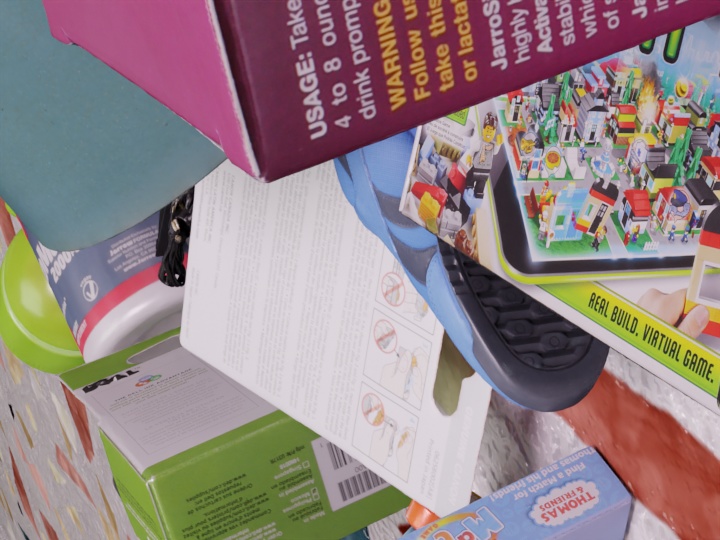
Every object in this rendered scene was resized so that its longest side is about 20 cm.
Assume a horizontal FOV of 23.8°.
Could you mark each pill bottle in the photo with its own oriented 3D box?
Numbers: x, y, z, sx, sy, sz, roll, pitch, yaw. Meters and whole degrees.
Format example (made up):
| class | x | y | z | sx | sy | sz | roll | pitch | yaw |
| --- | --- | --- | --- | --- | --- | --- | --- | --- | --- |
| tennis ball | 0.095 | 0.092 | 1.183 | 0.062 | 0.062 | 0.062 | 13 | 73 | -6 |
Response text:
| class | x | y | z | sx | sy | sz | roll | pitch | yaw |
| --- | --- | --- | --- | --- | --- | --- | --- | --- | --- |
| pill bottle | -0.154 | -0.038 | 1.081 | 0.200 | 0.119 | 0.120 | 61 | 159 | 23 |

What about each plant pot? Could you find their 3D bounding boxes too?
| class | x | y | z | sx | sy | sz | roll | pitch | yaw |
| --- | --- | --- | --- | --- | --- | --- | --- | --- | --- |
| plant pot | -0.109 | -0.134 | 0.652 | 0.161 | 0.201 | 0.201 | 45 | 171 | -25 |

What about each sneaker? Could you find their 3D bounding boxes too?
| class | x | y | z | sx | sy | sz | roll | pitch | yaw |
| --- | --- | --- | --- | --- | --- | --- | --- | --- | --- |
| sneaker | 0.034 | -0.025 | 0.659 | 0.200 | 0.066 | 0.078 | 64 | 154 | 27 |

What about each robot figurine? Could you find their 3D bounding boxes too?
| class | x | y | z | sx | sy | sz | roll | pitch | yaw |
| --- | --- | --- | --- | --- | --- | --- | --- | --- | --- |
| robot figurine | -0.224 | 0.016 | 1.330 | 0.176 | 0.116 | 0.200 | 65 | 160 | 7 |

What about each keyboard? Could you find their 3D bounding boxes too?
| class | x | y | z | sx | sy | sz | roll | pitch | yaw |
| --- | --- | --- | --- | --- | --- | --- | --- | --- | --- |
| keyboard | -0.092 | -0.055 | 0.911 | 0.200 | 0.021 | 0.127 | 116 | 158 | -67 |

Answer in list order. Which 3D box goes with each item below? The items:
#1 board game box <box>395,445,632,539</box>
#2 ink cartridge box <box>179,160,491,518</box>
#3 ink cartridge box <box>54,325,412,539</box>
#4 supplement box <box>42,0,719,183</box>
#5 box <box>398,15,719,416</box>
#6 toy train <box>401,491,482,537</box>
| class | x | y | z | sx | sy | sz | roll | pitch | yaw |
| --- | --- | --- | --- | --- | --- | --- | --- | --- | --- |
| board game box | 0.036 | 0.175 | 0.743 | 0.037 | 0.151 | 0.200 | 52 | 155 | 36 |
| ink cartridge box | 0.000 | 0.000 | 0.781 | 0.200 | 0.057 | 0.163 | 27 | 120 | 34 |
| ink cartridge box | -0.067 | 0.086 | 0.934 | 0.200 | 0.148 | 0.076 | 26 | 135 | 64 |
| supplement box | 0.029 | -0.113 | 0.385 | 0.131 | 0.200 | 0.103 | 37 | 144 | 55 |
| box | 0.082 | -0.038 | 0.507 | 0.200 | 0.035 | 0.110 | 35 | 117 | 57 |
| toy train | 0.025 | 0.188 | 0.818 | 0.056 | 0.150 | 0.200 | 29 | 153 | 16 |
